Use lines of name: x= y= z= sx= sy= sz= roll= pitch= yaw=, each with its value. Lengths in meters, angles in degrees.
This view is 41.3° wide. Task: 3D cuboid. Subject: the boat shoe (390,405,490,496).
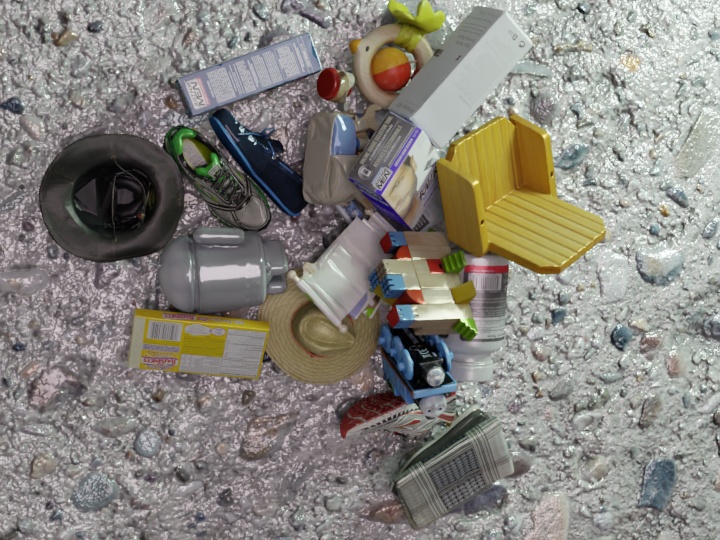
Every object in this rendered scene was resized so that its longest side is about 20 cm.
boat shoe: x=0.133 y=0.301 z=1.528 sx=0.200 sy=0.067 sz=0.057 roll=-44 pitch=60 yaw=2

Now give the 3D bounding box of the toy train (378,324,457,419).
toy train: x=0.087 y=0.148 z=1.451 sx=0.087 sy=0.200 sz=0.114 roll=-11 pitch=110 yaw=-12

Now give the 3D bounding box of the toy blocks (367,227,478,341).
toy blocks: x=0.078 y=0.018 z=1.417 sx=0.137 sy=0.100 sz=0.200 roll=0 pitch=59 yaw=-27

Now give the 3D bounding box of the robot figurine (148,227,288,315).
robot figurine: x=-0.208 y=0.001 z=1.404 sx=0.200 sy=0.113 sz=0.170 roll=-5 pitch=132 yaw=-12

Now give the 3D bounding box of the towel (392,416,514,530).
towel: x=0.151 y=0.329 z=1.510 sx=0.192 sy=0.035 sz=0.200 roll=-30 pitch=143 yaw=-8

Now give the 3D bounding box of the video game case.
video game case: x=0.043 y=-0.138 z=1.495 sx=0.182 sy=0.023 sz=0.200 roll=-41 pitch=104 yaw=-6

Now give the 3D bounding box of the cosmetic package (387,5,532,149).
cosmetic package: x=0.140 y=-0.278 z=1.369 sx=0.074 sy=0.102 sz=0.200 roll=42 pitch=91 yaw=-26

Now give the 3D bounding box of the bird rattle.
bird rattle: x=0.067 y=-0.306 z=1.449 sx=0.163 sy=0.113 sz=0.200 roll=-21 pitch=113 yaw=-12

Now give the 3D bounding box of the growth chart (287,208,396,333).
growth chart: x=0.000 y=0.000 z=1.447 sx=0.200 sy=0.018 sz=0.145 roll=-44 pitch=103 yaw=-28

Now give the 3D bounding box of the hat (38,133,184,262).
hat: x=-0.359 y=-0.107 z=1.377 sx=0.200 sy=0.081 sz=0.201 roll=-4 pitch=102 yaw=-20

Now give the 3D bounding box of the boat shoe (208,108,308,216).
boat shoe: x=-0.144 y=-0.170 z=1.422 sx=0.069 sy=0.084 sz=0.200 roll=-44 pitch=124 yaw=-7

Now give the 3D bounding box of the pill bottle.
pill bottle: x=0.172 y=0.069 z=1.502 sx=0.111 sy=0.111 sz=0.200 roll=2 pitch=96 yaw=-13

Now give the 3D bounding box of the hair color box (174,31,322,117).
hair color box: x=-0.164 y=-0.282 z=1.389 sx=0.200 sy=0.100 sz=0.061 roll=-21 pitch=101 yaw=-9

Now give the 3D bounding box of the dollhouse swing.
dollhouse swing: x=0.250 y=-0.117 z=1.420 sx=0.200 sy=0.176 sz=0.182 roll=-32 pitch=122 yaw=-36

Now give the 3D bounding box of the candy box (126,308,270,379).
candy box: x=-0.243 y=0.111 z=1.434 sx=0.200 sy=0.026 sz=0.102 roll=7 pitch=127 yaw=-14

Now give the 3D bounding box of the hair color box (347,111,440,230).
hair color box: x=0.059 y=-0.139 z=1.385 sx=0.065 sy=0.200 sz=0.109 roll=31 pitch=89 yaw=20

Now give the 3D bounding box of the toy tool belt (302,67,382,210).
toy tool belt: x=-0.015 y=-0.191 z=1.416 sx=0.123 sy=0.125 sz=0.200 roll=1 pitch=97 yaw=-42

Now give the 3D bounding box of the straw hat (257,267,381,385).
straw hat: x=-0.056 y=0.091 z=1.465 sx=0.201 sy=0.085 sz=0.201 roll=-1 pitch=96 yaw=-13

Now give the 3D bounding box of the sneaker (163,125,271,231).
sneaker: x=-0.211 y=-0.129 z=1.404 sx=0.200 sy=0.085 sz=0.078 roll=43 pitch=86 yaw=-15

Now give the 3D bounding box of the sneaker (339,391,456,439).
sneaker: x=0.065 y=0.236 z=1.511 sx=0.200 sy=0.078 sz=0.082 roll=-13 pitch=105 yaw=-16
